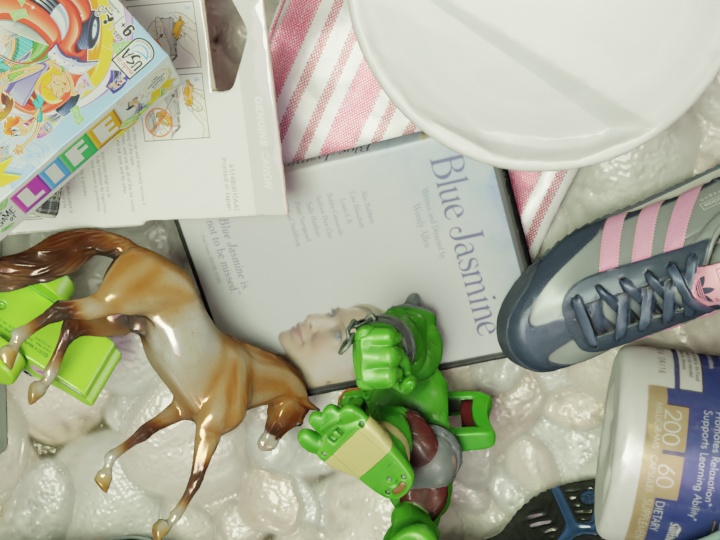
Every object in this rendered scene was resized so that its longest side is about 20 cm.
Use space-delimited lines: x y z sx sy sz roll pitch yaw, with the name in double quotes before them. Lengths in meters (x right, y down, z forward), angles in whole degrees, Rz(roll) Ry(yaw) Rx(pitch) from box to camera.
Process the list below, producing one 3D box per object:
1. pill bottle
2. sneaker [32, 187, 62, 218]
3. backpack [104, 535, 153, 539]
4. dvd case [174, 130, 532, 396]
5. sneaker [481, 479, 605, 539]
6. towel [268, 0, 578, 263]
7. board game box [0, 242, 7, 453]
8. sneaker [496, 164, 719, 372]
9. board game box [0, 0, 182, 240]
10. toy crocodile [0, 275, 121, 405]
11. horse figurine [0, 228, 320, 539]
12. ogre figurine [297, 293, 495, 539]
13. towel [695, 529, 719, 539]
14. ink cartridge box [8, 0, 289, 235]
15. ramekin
"pill bottle" 0.235 0.109 0.761 0.197 0.111 0.113 8 104 6
"sneaker" -0.251 -0.056 0.719 0.197 0.076 0.082 -7 94 14
"backpack" -0.197 0.243 0.822 0.197 0.178 0.153 -15 104 1
"dvd case" 0.000 0.000 0.800 0.197 0.018 0.144 -12 110 15
"sneaker" 0.109 0.189 0.828 0.198 0.076 0.077 -19 136 4
"towel" 0.032 -0.090 0.789 0.198 0.030 0.148 24 105 2
"board game box" -0.327 0.044 0.854 0.197 0.064 0.150 3 102 8
"sneaker" 0.167 0.001 0.745 0.199 0.082 0.071 -31 111 3
"board game box" -0.201 -0.123 0.668 0.134 0.034 0.200 -42 76 -6
"toy crocodile" -0.229 0.013 0.774 0.198 0.062 0.068 29 65 -11
"horse figurine" -0.117 0.049 0.762 0.133 0.050 0.201 -45 107 -23
"ogre figurine" 0.024 0.105 0.767 0.097 0.120 0.202 -17 109 22
"towel" 0.232 0.193 0.738 0.170 0.049 0.200 24 143 -23
"ink cartridge box" -0.128 -0.126 0.743 0.174 0.045 0.203 -2 105 11
"ramekin" 0.094 -0.159 0.697 0.199 0.094 0.205 2 110 5
